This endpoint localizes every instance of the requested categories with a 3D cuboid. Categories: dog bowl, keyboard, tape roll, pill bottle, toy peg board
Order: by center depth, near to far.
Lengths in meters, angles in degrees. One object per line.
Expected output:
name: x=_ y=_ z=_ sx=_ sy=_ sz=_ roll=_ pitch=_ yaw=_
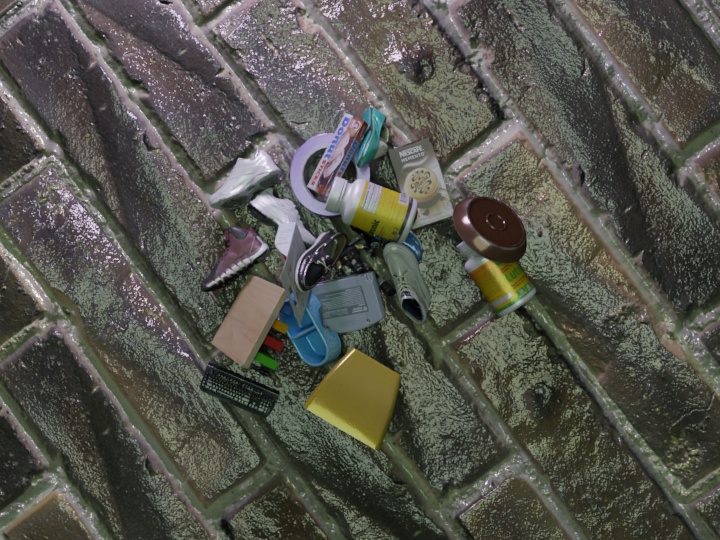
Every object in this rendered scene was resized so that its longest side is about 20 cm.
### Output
pill bottle: x=0.023 y=-0.145 z=1.556 sx=0.199 sy=0.111 sz=0.112 roll=20 pitch=92 yaw=-5
pill bottle: x=0.322 y=0.000 z=1.625 sx=0.111 sy=0.111 sz=0.201 roll=-36 pitch=89 yaw=3
toy peg board: x=-0.241 y=0.134 z=1.640 sx=0.098 sy=0.200 sz=0.200 roll=33 pitch=81 yaw=-34
dog bowl: x=-0.130 y=0.147 z=1.664 sx=0.111 sy=0.050 sz=0.201 roll=-29 pitch=88 yaw=31
tape roll: x=-0.073 y=-0.234 z=1.670 sx=0.199 sy=0.066 sz=0.202 roll=0 pitch=91 yaw=4
keyboard: x=-0.302 y=0.285 z=1.714 sx=0.199 sy=0.021 sz=0.128 roll=22 pitch=92 yaw=2

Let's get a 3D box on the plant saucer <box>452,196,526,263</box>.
plant saucer: x=0.315 y=-0.106 z=1.597 sx=0.199 sy=0.035 sz=0.201 roll=13 pitch=50 yaw=-16

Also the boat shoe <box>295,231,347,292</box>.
boat shoe: x=-0.089 y=-0.024 z=1.592 sx=0.060 sy=0.200 sz=0.074 roll=-5 pitch=122 yaw=30

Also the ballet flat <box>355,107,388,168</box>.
ballet flat: x=0.035 y=-0.316 z=1.622 sx=0.070 sy=0.067 sz=0.201 roll=21 pitch=50 yaw=-15

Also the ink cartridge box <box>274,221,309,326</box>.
ink cartridge box: x=-0.164 y=0.009 z=1.579 sx=0.047 sy=0.201 sz=0.161 roll=-5 pitch=130 yaw=13

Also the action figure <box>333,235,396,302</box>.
action figure: x=0.000 y=0.000 z=1.669 sx=0.130 sy=0.069 sz=0.200 roll=-42 pitch=74 yaw=10

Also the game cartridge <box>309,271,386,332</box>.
game cartridge: x=-0.036 y=0.083 z=1.646 sx=0.199 sy=0.040 sz=0.134 roll=-11 pitch=95 yaw=30

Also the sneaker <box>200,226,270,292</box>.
sneaker: x=-0.334 y=-0.039 z=1.692 sx=0.199 sy=0.076 sz=0.116 roll=-34 pitch=84 yaw=-7

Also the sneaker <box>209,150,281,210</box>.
sneaker: x=-0.298 y=-0.228 z=1.689 sx=0.199 sy=0.078 sz=0.100 roll=-30 pitch=72 yaw=4

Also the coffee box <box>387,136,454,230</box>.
coffee box: x=0.147 y=-0.211 z=1.649 sx=0.112 sy=0.080 sz=0.201 roll=-18 pitch=90 yaw=4

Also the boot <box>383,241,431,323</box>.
boot: x=0.113 y=0.032 z=1.607 sx=0.073 sy=0.096 sz=0.200 roll=-22 pitch=119 yaw=23

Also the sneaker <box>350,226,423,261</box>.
sneaker: x=0.059 y=-0.073 z=1.642 sx=0.199 sy=0.089 sz=0.079 roll=31 pitch=134 yaw=8

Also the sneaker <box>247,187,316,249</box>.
sneaker: x=-0.181 y=-0.129 z=1.677 sx=0.200 sy=0.074 sz=0.087 roll=39 pitch=69 yaw=-7

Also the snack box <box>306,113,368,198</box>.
snack box: x=-0.054 y=-0.274 z=1.607 sx=0.072 sy=0.024 sz=0.201 roll=30 pitch=93 yaw=40

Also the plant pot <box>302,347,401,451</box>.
plant pot: x=-0.004 y=0.297 z=1.618 sx=0.199 sy=0.200 sz=0.177 roll=30 pitch=82 yaw=3
